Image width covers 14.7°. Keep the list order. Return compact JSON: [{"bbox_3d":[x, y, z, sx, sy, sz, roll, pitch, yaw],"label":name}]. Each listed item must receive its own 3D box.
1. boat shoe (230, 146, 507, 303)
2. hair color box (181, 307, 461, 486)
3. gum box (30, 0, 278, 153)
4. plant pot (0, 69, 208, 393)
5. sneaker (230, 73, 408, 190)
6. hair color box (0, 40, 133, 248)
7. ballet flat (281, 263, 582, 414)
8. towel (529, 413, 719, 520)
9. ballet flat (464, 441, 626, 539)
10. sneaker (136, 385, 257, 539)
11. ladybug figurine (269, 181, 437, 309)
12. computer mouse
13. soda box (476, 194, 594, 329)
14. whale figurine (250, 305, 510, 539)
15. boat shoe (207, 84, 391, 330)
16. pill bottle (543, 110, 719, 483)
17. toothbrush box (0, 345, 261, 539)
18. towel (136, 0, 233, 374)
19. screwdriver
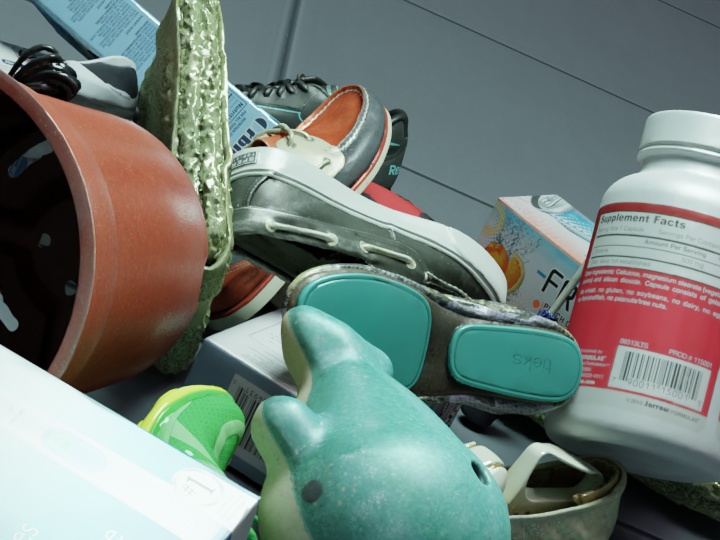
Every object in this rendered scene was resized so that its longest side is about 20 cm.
[{"bbox_3d":[0.000,0.000,1.605,0.200,0.071,0.064,25,49,-29],"label":"boat shoe"},{"bbox_3d":[-0.016,0.068,1.581,0.099,0.061,0.200,32,20,16],"label":"hair color box"},{"bbox_3d":[-0.128,-0.126,1.829,0.200,0.045,0.170,41,-3,9],"label":"gum box"},{"bbox_3d":[-0.181,-0.010,1.400,0.201,0.201,0.195,32,12,17],"label":"plant pot"},{"bbox_3d":[-0.061,-0.108,1.964,0.200,0.079,0.075,20,20,-13],"label":"sneaker"},{"bbox_3d":[-0.190,-0.072,1.728,0.100,0.061,0.200,16,21,-26],"label":"hair color box"},{"bbox_3d":[0.028,0.041,1.542,0.200,0.072,0.072,15,22,-33],"label":"ballet flat"},{"bbox_3d":[0.173,0.090,1.783,0.200,0.037,0.148,30,21,9],"label":"towel"},{"bbox_3d":[0.072,0.121,1.552,0.200,0.062,0.067,5,28,-46],"label":"ballet flat"},{"bbox_3d":[-0.087,0.124,1.332,0.083,0.074,0.200,24,28,2],"label":"sneaker"},{"bbox_3d":[0.002,-0.006,1.754,0.136,0.072,0.200,-7,31,-40],"label":"ladybug figurine"},{"bbox_3d":[-0.171,-0.088,1.583,0.044,0.110,0.200,59,18,5],"label":"computer mouse"},{"bbox_3d":[0.159,0.032,1.745,0.200,0.064,0.068,41,27,30],"label":"soda box"},{"bbox_3d":[0.014,0.096,1.393,0.159,0.104,0.200,38,29,-38],"label":"whale figurine"},{"bbox_3d":[-0.049,-0.051,1.698,0.071,0.200,0.063,-5,-52,46],"label":"boat shoe"},{"bbox_3d":[0.183,0.014,1.625,0.112,0.200,0.112,15,-12,3],"label":"pill bottle"},{"bbox_3d":[-0.167,0.112,1.170,0.200,0.085,0.146,29,40,12],"label":"toothbrush box"},{"bbox_3d":[-0.102,-0.056,1.571,0.036,0.148,0.200,2,61,-13],"label":"towel"},{"bbox_3d":[0.125,0.013,1.696,0.028,0.200,0.029,35,14,-1],"label":"screwdriver"}]
